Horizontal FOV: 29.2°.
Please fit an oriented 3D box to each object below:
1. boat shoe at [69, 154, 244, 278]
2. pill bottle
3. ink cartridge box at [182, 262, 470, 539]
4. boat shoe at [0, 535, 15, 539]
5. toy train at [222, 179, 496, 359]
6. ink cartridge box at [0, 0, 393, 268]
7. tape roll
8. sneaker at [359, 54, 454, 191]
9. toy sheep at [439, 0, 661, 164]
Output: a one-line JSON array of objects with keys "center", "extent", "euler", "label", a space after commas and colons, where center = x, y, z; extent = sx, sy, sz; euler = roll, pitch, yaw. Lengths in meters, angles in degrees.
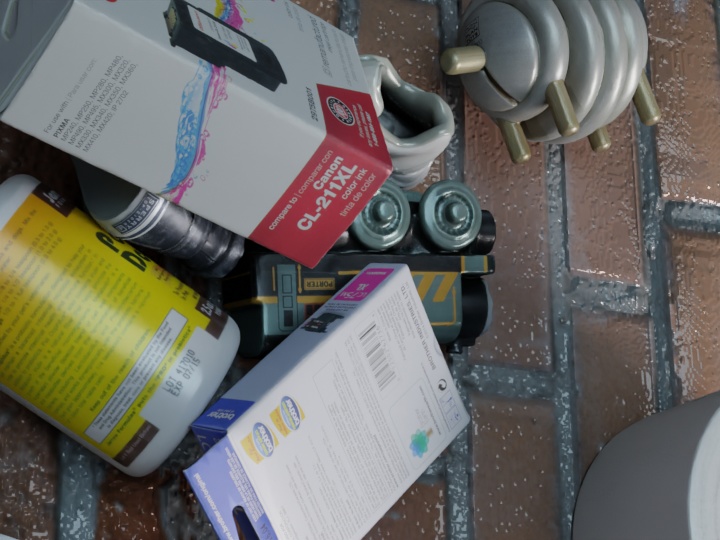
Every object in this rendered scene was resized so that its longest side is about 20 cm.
[{"center": [-0.133, -0.075, 0.848], "extent": [0.091, 0.071, 0.201], "euler": [36, 22, -42], "label": "boat shoe"}, {"center": [-0.175, 0.021, 0.787], "extent": [0.199, 0.109, 0.110], "euler": [36, 62, -10], "label": "pill bottle"}, {"center": [-0.022, 0.098, 0.801], "extent": [0.200, 0.042, 0.120], "euler": [-43, 121, -38], "label": "ink cartridge box"}, {"center": [-0.261, 0.163, 0.714], "extent": [0.199, 0.071, 0.091], "euler": [24, 63, -16], "label": "boat shoe"}, {"center": [0.000, 0.000, 0.894], "extent": [0.199, 0.085, 0.115], "euler": [0, 86, -27], "label": "toy train"}, {"center": [-0.093, -0.108, 0.761], "extent": [0.199, 0.083, 0.146], "euler": [26, 31, -30], "label": "ink cartridge box"}, {"center": [0.260, 0.180, 0.912], "extent": [0.201, 0.139, 0.204], "euler": [7, 71, -22], "label": "tape roll"}, {"center": [-0.026, -0.118, 0.906], "extent": [0.198, 0.099, 0.079], "euler": [12, 68, -20], "label": "sneaker"}, {"center": [0.134, -0.150, 0.973], "extent": [0.199, 0.138, 0.139], "euler": [-10, 76, -44], "label": "toy sheep"}]
